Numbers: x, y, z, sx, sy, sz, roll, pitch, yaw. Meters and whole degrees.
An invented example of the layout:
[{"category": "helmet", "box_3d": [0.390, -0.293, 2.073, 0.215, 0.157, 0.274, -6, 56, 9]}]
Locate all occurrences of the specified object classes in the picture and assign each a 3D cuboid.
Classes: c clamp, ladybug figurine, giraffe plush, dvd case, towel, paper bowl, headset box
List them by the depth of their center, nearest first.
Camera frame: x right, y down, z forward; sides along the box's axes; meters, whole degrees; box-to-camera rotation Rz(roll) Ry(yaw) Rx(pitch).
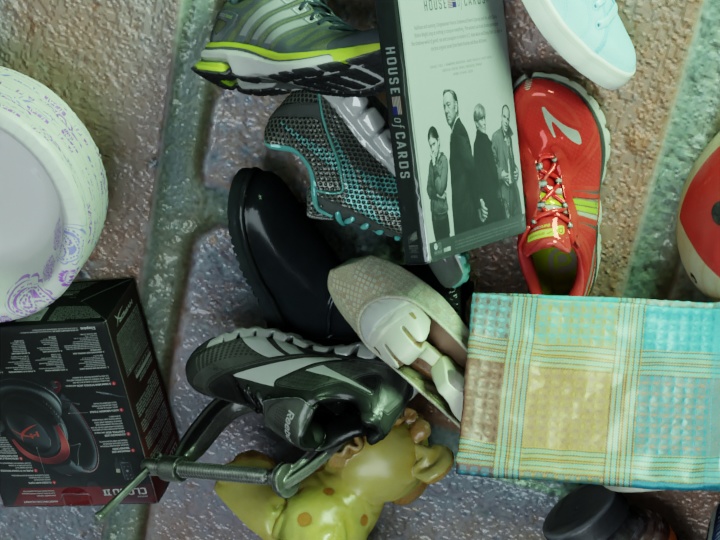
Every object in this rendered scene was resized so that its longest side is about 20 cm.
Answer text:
[{"category": "dvd case", "box_3d": [0.065, -0.114, 1.507, 0.025, 0.150, 0.202, -3, 97, 32]}, {"category": "towel", "box_3d": [0.173, 0.086, 1.556, 0.198, 0.148, 0.022, 3, 155, 8]}, {"category": "ladybug figurine", "box_3d": [0.306, -0.047, 1.557, 0.135, 0.072, 0.201, 30, 122, -2]}, {"category": "paper bowl", "box_3d": [-0.296, -0.069, 1.689, 0.199, 0.104, 0.202, 7, 120, 12]}, {"category": "c clamp", "box_3d": [-0.095, 0.148, 1.717, 0.199, 0.171, 0.027, -5, 125, 38]}, {"category": "giraffe plush", "box_3d": [-0.009, 0.172, 1.740, 0.172, 0.200, 0.162, 42, 88, 5]}, {"category": "headset box", "box_3d": [-0.244, 0.114, 1.805, 0.148, 0.075, 0.201, -4, 118, 18]}]

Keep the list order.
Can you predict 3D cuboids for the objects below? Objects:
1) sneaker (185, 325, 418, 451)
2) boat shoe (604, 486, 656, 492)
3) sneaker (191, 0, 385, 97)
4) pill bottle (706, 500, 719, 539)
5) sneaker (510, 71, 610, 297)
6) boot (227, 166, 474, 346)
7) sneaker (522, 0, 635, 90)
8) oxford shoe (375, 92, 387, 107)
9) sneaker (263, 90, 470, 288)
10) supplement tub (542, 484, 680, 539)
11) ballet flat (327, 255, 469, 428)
[{"category": "sneaker", "box_3d": [-0.053, 0.096, 1.660, 0.199, 0.091, 0.067, 4, 133, 21]}, {"category": "boat shoe", "box_3d": [0.281, 0.124, 1.661, 0.198, 0.075, 0.067, -7, 108, 18]}, {"category": "sneaker", "box_3d": [-0.042, -0.172, 1.546, 0.199, 0.074, 0.082, 6, 83, 41]}, {"category": "pill bottle", "box_3d": [0.318, 0.227, 1.635, 0.115, 0.200, 0.116, 7, 122, 12]}, {"category": "sneaker", "box_3d": [0.147, -0.049, 1.593, 0.076, 0.085, 0.201, -2, 119, 15]}, {"category": "boot", "box_3d": [0.000, 0.000, 1.667, 0.167, 0.077, 0.201, -4, 125, 22]}, {"category": "sneaker", "box_3d": [0.151, -0.220, 1.501, 0.082, 0.074, 0.200, -26, 110, 30]}, {"category": "oxford shoe", "box_3d": [0.032, -0.163, 1.570, 0.084, 0.073, 0.201, -10, 115, 24]}, {"category": "sneaker", "box_3d": [0.003, -0.059, 1.611, 0.091, 0.078, 0.200, -38, 87, 4]}, {"category": "supplement tub", "box_3d": [0.229, 0.267, 1.738, 0.107, 0.107, 0.200, -27, 109, 27]}, {"category": "ballet flat", "box_3d": [0.056, 0.064, 1.602, 0.200, 0.062, 0.068, 40, 110, -5]}]
